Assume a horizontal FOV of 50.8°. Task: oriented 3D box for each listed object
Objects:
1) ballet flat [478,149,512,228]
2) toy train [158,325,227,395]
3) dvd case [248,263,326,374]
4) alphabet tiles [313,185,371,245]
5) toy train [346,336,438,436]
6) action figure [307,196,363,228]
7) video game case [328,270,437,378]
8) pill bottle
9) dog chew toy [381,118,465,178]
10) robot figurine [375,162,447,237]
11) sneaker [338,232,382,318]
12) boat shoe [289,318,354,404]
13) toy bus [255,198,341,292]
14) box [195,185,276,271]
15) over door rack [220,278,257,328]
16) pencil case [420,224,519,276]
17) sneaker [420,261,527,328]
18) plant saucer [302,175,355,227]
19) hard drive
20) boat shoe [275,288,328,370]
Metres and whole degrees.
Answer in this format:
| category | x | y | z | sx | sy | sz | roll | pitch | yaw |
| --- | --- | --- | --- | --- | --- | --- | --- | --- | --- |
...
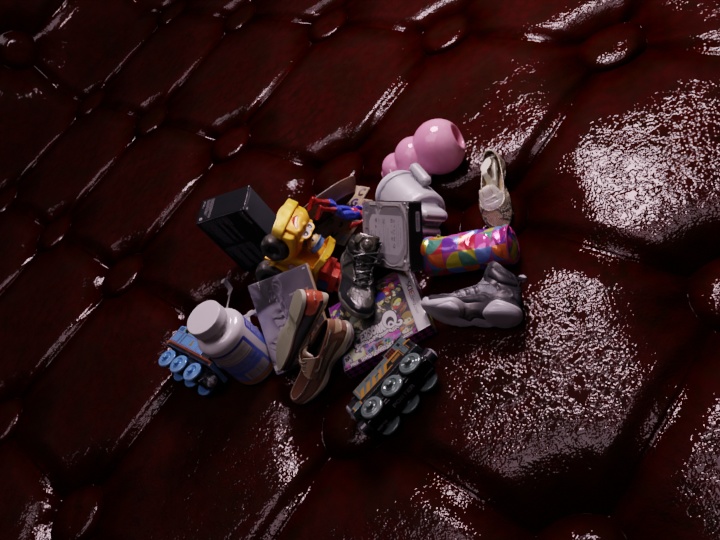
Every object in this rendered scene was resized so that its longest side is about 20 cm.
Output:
| category | x | y | z | sx | sy | sz | roll | pitch | yaw |
| --- | --- | --- | --- | --- | --- | --- | --- | --- | --- |
| ballet flat | 0.271 | -0.173 | 1.571 | 0.068 | 0.075 | 0.200 | -15 | 49 | 24 |
| toy train | -0.371 | 0.202 | 1.713 | 0.200 | 0.087 | 0.114 | 16 | 60 | 44 |
| dvd case | -0.144 | 0.103 | 1.594 | 0.148 | 0.016 | 0.200 | -20 | 86 | 21 |
| alphabet tiles | -0.063 | -0.127 | 1.820 | 0.166 | 0.006 | 0.200 | 15 | 66 | 42 |
| toy train | 0.058 | 0.215 | 1.408 | 0.200 | 0.085 | 0.114 | -48 | 31 | -5 |
| action figure | -0.021 | -0.124 | 1.668 | 0.065 | 0.200 | 0.052 | 44 | 123 | 47 |
| video game case | 0.040 | 0.100 | 1.540 | 0.200 | 0.036 | 0.181 | -29 | 43 | 12 |
| pill bottle | -0.272 | 0.149 | 1.601 | 0.112 | 0.200 | 0.112 | -19 | 46 | 22 |
| dog chew toy | 0.135 | -0.255 | 1.710 | 0.200 | 0.125 | 0.125 | -26 | 44 | 27 |
| robot figurine | 0.106 | -0.144 | 1.634 | 0.200 | 0.113 | 0.170 | 49 | 125 | 46 |
| sneaker | 0.000 | 0.000 | 1.543 | 0.076 | 0.114 | 0.200 | 8 | 43 | -10 |
| boat shoe | -0.092 | 0.177 | 1.517 | 0.200 | 0.072 | 0.076 | -59 | 34 | 9 |
| toy bus | -0.115 | -0.030 | 1.642 | 0.192 | 0.200 | 0.136 | 21 | 47 | 4 |
| box | -0.268 | -0.095 | 1.797 | 0.141 | 0.200 | 0.079 | -11 | 50 | 27 |
| over door rack | -0.246 | 0.070 | 1.750 | 0.148 | 0.067 | 0.200 | -27 | 38 | 12 |
| pencil case | 0.212 | -0.042 | 1.501 | 0.200 | 0.088 | 0.089 | -6 | 53 | 29 |
| sneaker | 0.219 | 0.044 | 1.436 | 0.200 | 0.076 | 0.114 | 3 | 57 | 30 |
| plant saucer | -0.084 | -0.143 | 1.744 | 0.200 | 0.200 | 0.035 | -38 | 86 | 3 |
| hard drive | 0.063 | -0.074 | 1.563 | 0.200 | 0.038 | 0.140 | 14 | 107 | 63 |
| boat shoe | -0.122 | 0.124 | 1.543 | 0.071 | 0.062 | 0.200 | 55 | 131 | 48 |
